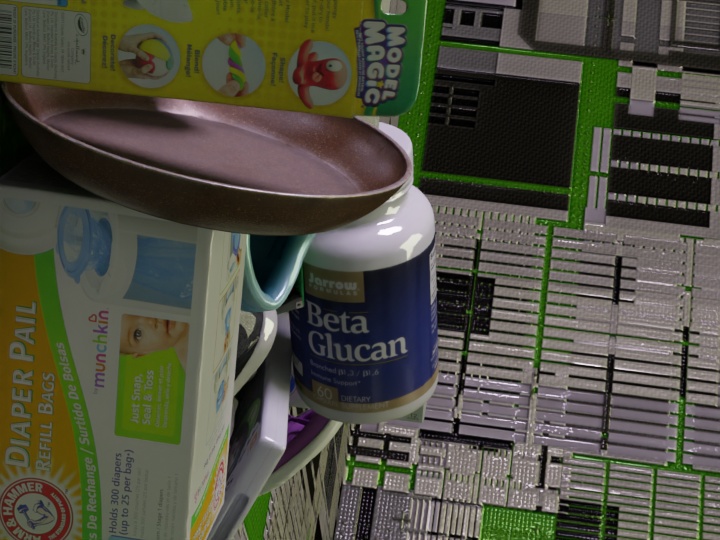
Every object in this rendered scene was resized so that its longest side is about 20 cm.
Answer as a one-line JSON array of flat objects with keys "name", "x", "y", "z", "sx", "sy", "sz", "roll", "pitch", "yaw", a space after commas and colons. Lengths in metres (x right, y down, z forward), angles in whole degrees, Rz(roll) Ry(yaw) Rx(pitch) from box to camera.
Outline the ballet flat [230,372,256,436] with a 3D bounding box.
[{"name": "ballet flat", "x": -0.115, "y": 0.095, "z": 1.139, "sx": 0.068, "sy": 0.072, "sz": 0.201, "roll": 40, "pitch": 46, "yaw": -28}]

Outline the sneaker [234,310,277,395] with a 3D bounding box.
[{"name": "sneaker", "x": -0.143, "y": 0.085, "z": 0.956, "sx": 0.112, "sy": 0.073, "sz": 0.201, "roll": 23, "pitch": 97, "yaw": -50}]

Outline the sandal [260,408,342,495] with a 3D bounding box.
[{"name": "sandal", "x": -0.089, "y": 0.147, "z": 1.260, "sx": 0.202, "sy": 0.050, "sz": 0.083, "roll": -32, "pitch": -159, "yaw": 42}]

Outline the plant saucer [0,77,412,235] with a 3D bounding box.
[{"name": "plant saucer", "x": -0.074, "y": -0.060, "z": 0.736, "sx": 0.200, "sy": 0.198, "sz": 0.032, "roll": -69, "pitch": 173, "yaw": -70}]

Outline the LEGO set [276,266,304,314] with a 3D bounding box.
[{"name": "LEGO set", "x": -0.113, "y": -0.048, "z": 1.023, "sx": 0.201, "sy": 0.115, "sz": 0.155, "roll": 96, "pitch": -26, "yaw": -57}]

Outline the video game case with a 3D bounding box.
[{"name": "video game case", "x": -0.102, "y": 0.146, "z": 1.158, "sx": 0.183, "sy": 0.023, "sz": 0.200, "roll": -59, "pitch": -167, "yaw": 21}]

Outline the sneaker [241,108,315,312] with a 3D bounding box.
[{"name": "sneaker", "x": -0.035, "y": -0.071, "z": 0.852, "sx": 0.073, "sy": 0.082, "sz": 0.202, "roll": 6, "pitch": 103, "yaw": -41}]

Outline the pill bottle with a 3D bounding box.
[{"name": "pill bottle", "x": 0.000, "y": 0.000, "z": 1.107, "sx": 0.111, "sy": 0.110, "sz": 0.202, "roll": -75, "pitch": 164, "yaw": -58}]

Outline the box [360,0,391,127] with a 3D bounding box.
[{"name": "box", "x": -0.066, "y": -0.165, "z": 0.875, "sx": 0.047, "sy": 0.192, "sz": 0.202, "roll": 26, "pitch": -65, "yaw": 50}]

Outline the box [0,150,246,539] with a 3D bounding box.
[{"name": "box", "x": -0.124, "y": 0.046, "z": 0.780, "sx": 0.101, "sy": 0.111, "sz": 0.202, "roll": -69, "pitch": 166, "yaw": -71}]

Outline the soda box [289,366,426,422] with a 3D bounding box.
[{"name": "soda box", "x": -0.040, "y": 0.070, "z": 1.276, "sx": 0.068, "sy": 0.198, "sz": 0.064, "roll": 92, "pitch": 6, "yaw": -47}]

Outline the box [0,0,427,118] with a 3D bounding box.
[{"name": "box", "x": -0.067, "y": -0.136, "z": 0.689, "sx": 0.048, "sy": 0.198, "sz": 0.119, "roll": -69, "pitch": 166, "yaw": -69}]
